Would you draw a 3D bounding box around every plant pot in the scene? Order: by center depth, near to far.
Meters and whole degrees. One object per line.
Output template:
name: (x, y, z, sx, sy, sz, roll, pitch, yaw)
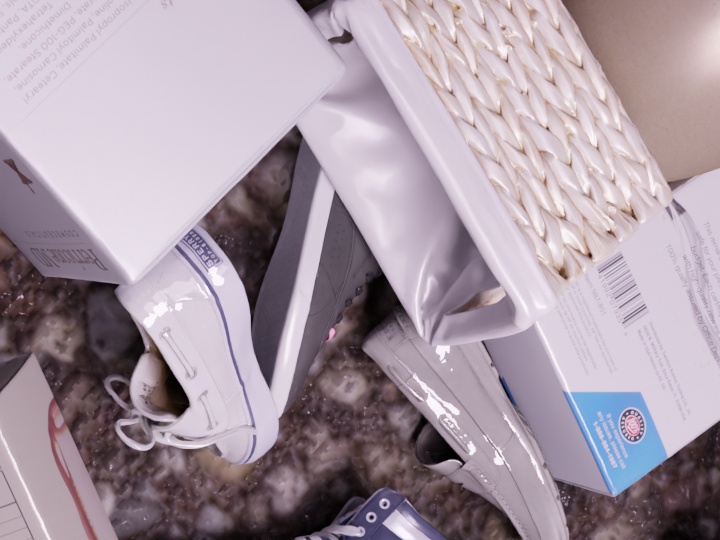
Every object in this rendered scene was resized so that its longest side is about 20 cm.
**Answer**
plant pot: (0.167, -0.129, 1.138, 0.134, 0.201, 0.200, -43, 112, 12)

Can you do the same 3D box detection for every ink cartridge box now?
ink cartridge box: (0.185, 0.025, 1.193, 0.199, 0.084, 0.146, -32, 105, -21)

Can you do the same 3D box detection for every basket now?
basket: (0.059, -0.076, 1.032, 0.123, 0.135, 0.201, -33, 96, -22)

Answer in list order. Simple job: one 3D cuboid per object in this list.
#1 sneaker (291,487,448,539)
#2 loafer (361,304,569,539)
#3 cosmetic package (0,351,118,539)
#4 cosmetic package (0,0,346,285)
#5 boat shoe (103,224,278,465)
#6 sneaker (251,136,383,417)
sneaker: (-0.039, 0.171, 1.100, 0.199, 0.070, 0.109, 18, 74, -17)
loafer: (0.067, 0.101, 1.153, 0.070, 0.070, 0.201, -29, 112, 3)
cosmetic package: (-0.187, 0.159, 0.997, 0.103, 0.087, 0.201, -18, 104, 12)
cosmetic package: (-0.151, -0.121, 0.975, 0.166, 0.167, 0.200, -46, 109, -17)
boat shoe: (-0.100, 0.062, 1.015, 0.086, 0.202, 0.075, -36, 64, -18)
sneaker: (0.000, 0.000, 1.108, 0.099, 0.071, 0.201, 19, 80, -21)
